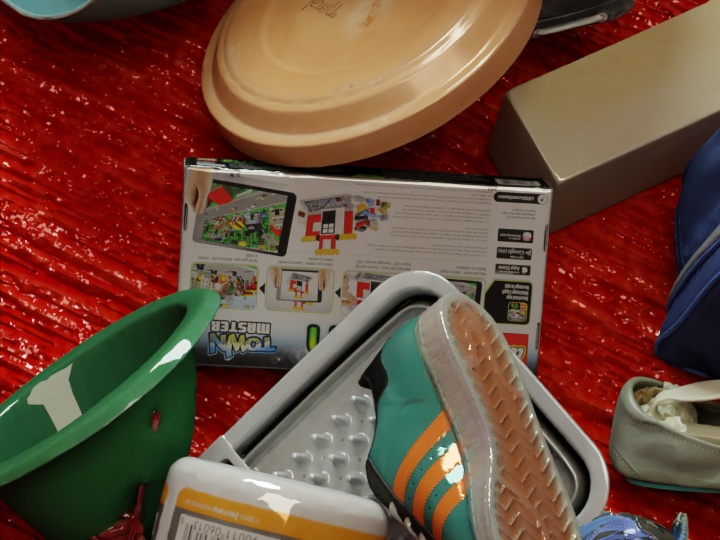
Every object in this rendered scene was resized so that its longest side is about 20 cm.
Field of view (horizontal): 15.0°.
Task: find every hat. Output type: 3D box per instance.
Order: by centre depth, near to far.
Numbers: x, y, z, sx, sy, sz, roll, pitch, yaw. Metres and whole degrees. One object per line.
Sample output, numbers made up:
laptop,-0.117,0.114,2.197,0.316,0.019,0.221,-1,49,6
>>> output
hat,-0.110,0.135,1.429,0.199,0.166,0.176,-32,103,9

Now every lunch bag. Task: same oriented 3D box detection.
lunch bag,0.244,-0.006,1.453,0.135,0.200,0.133,14,67,-6

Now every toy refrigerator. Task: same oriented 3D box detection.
toy refrigerator,0.175,-0.100,1.555,0.199,0.076,0.070,-24,71,-15

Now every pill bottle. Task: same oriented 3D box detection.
pill bottle,-0.062,0.200,1.354,0.116,0.116,0.201,13,87,0

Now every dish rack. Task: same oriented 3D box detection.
dish rack,0.018,0.120,1.424,0.200,0.044,0.172,-44,72,8

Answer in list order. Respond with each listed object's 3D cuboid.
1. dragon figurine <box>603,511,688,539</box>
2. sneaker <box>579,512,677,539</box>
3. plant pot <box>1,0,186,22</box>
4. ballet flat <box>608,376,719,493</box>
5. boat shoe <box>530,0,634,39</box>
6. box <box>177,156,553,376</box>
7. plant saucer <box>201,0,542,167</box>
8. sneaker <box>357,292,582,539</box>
dragon figurine,0.125,0.180,1.436,0.099,0.059,0.201,-3,66,-7
sneaker,0.102,0.208,1.352,0.075,0.201,0.078,27,22,3
plant pot,-0.113,-0.233,1.537,0.134,0.200,0.201,5,61,-42
ballet flat,0.229,0.094,1.454,0.199,0.064,0.067,8,20,16
boat shoe,0.057,-0.147,1.563,0.198,0.068,0.074,-17,37,10
box,0.000,0.000,1.484,0.199,0.035,0.111,4,101,-5
plant saucer,0.002,-0.138,1.502,0.199,0.032,0.201,-17,39,15
sneaker,0.051,0.113,1.346,0.071,0.080,0.201,22,42,-41
